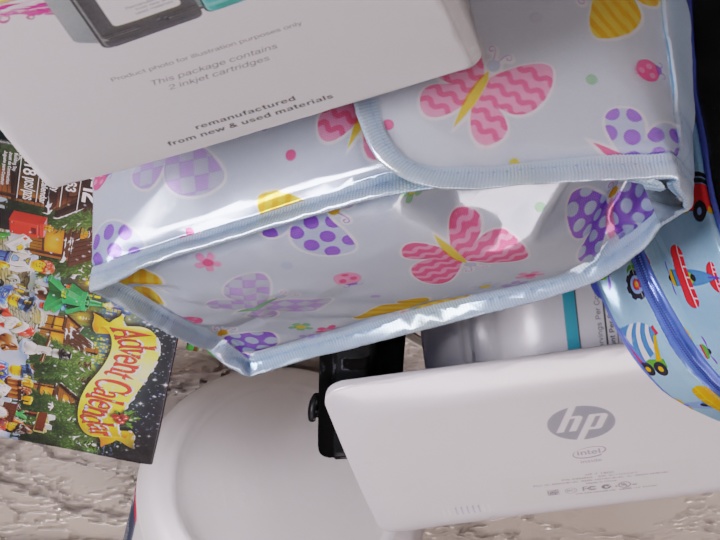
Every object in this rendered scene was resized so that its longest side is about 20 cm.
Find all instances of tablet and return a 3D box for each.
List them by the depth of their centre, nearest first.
[{"bbox_3d":[0.094,0.068,1.149,0.200,0.014,0.130,-8,147,8],"label":"tablet"}]

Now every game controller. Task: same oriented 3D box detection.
[{"bbox_3d":[0.000,0.000,1.145,0.042,0.104,0.200,3,153,-1],"label":"game controller"}]

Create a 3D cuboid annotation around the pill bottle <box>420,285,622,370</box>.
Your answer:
[{"bbox_3d":[0.127,0.017,1.187,0.200,0.111,0.111,-6,153,6],"label":"pill bottle"}]

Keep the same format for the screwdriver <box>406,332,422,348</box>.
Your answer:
[{"bbox_3d":[0.059,0.056,1.341,0.029,0.028,0.200,-48,139,16],"label":"screwdriver"}]

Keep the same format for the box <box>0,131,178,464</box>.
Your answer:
[{"bbox_3d":[-0.139,-0.001,1.138,0.137,0.038,0.200,11,141,-3],"label":"box"}]

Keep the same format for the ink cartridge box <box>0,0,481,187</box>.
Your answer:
[{"bbox_3d":[-0.068,-0.147,0.791,0.146,0.147,0.200,-16,151,10],"label":"ink cartridge box"}]

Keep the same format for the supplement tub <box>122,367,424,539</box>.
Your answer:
[{"bbox_3d":[-0.051,0.148,1.388,0.140,0.140,0.200,2,153,-10],"label":"supplement tub"}]

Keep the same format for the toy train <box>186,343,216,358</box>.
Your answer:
[{"bbox_3d":[-0.056,-0.017,1.180,0.056,0.042,0.200,12,151,-8],"label":"toy train"}]

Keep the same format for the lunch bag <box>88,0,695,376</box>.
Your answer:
[{"bbox_3d":[0.012,-0.077,0.926,0.200,0.170,0.127,-14,154,25],"label":"lunch bag"}]

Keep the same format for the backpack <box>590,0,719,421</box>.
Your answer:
[{"bbox_3d":[0.147,-0.025,1.008,0.183,0.200,0.135,20,145,-39],"label":"backpack"}]
